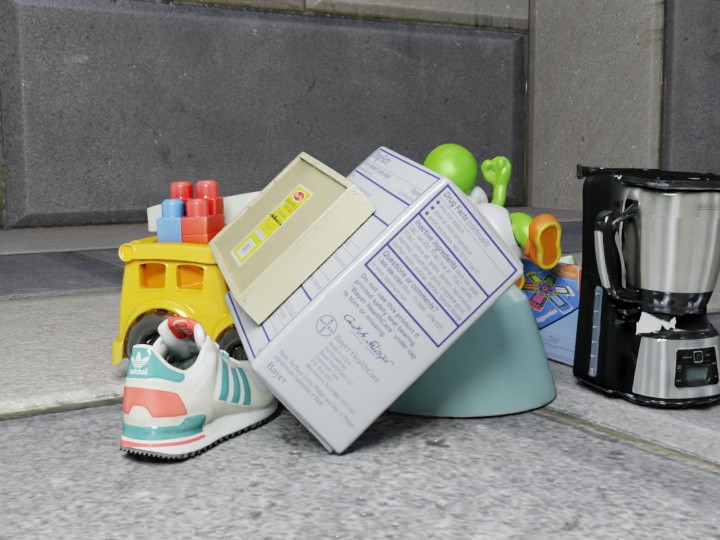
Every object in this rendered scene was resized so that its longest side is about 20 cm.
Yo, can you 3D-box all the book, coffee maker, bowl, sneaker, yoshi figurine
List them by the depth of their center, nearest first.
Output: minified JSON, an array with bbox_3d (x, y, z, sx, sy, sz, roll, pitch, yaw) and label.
[{"bbox_3d":[-0.121,0.080,0.763,0.069,0.095,0.199,3,8,22],"label":"sneaker"},{"bbox_3d":[0.084,0.059,0.888,0.197,0.107,0.201,1,8,0],"label":"bowl"},{"bbox_3d":[0.269,0.008,0.894,0.132,0.203,0.192,2,10,3],"label":"coffee maker"},{"bbox_3d":[0.119,-0.067,1.002,0.111,0.113,0.200,9,23,-33],"label":"yoshi figurine"},{"bbox_3d":[-0.146,-0.048,1.095,0.131,0.049,0.200,-6,-7,7],"label":"book"}]

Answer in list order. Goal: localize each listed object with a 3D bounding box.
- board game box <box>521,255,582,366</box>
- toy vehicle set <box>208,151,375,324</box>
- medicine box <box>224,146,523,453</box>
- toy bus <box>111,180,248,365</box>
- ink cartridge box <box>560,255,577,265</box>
[{"bbox_3d":[0.186,0.037,1.060,0.019,0.105,0.199,-6,9,-25],"label":"board game box"},{"bbox_3d":[-0.065,-0.035,0.797,0.124,0.027,0.200,-44,20,-1],"label":"toy vehicle set"},{"bbox_3d":[0.002,0.013,0.767,0.200,0.103,0.182,-43,20,0],"label":"medicine box"},{"bbox_3d":[-0.139,0.009,0.950,0.197,0.195,0.136,3,6,11],"label":"toy bus"},{"bbox_3d":[0.270,0.014,1.177,0.197,0.049,0.145,-15,-12,16],"label":"ink cartridge box"}]
